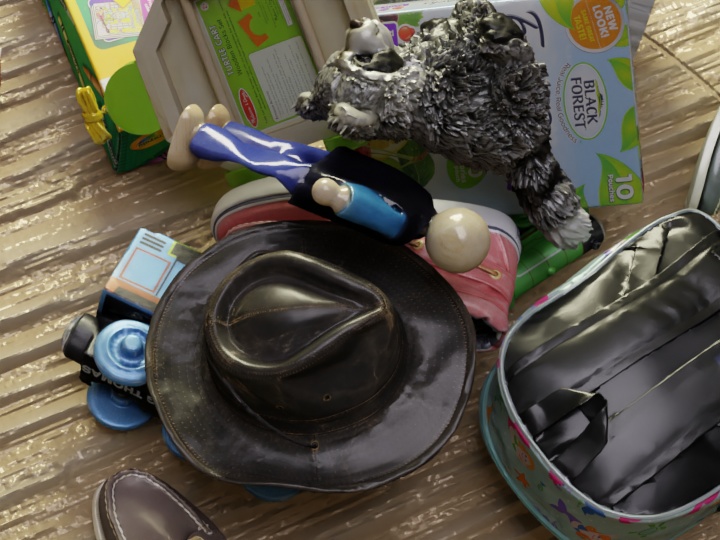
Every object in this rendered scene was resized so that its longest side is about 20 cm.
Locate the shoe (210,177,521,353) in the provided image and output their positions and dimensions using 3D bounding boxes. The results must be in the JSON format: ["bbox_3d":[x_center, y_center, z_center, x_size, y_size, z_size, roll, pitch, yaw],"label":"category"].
[{"bbox_3d":[0.000,0.000,1.480,0.200,0.071,0.091,7,48,2],"label":"shoe"}]

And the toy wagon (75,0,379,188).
[{"bbox_3d":[-0.085,-0.133,1.498,0.200,0.040,0.155,-18,100,12],"label":"toy wagon"}]

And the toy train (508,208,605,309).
[{"bbox_3d":[0.080,0.007,1.542,0.200,0.042,0.056,-33,48,-23],"label":"toy train"}]

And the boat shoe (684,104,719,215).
[{"bbox_3d":[0.283,-0.109,1.627,0.062,0.073,0.200,26,56,9],"label":"boat shoe"}]

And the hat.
[{"bbox_3d":[-0.031,0.034,1.382,0.201,0.081,0.201,-1,61,1],"label":"hat"}]

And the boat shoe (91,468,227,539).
[{"bbox_3d":[-0.096,0.196,1.411,0.072,0.060,0.200,-27,70,-20],"label":"boat shoe"}]

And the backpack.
[{"bbox_3d":[0.175,0.081,1.464,0.200,0.151,0.178,-31,73,-26],"label":"backpack"}]

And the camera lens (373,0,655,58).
[{"bbox_3d":[0.102,-0.220,1.604,0.200,0.160,0.160,17,61,0],"label":"camera lens"}]

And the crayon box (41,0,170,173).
[{"bbox_3d":[-0.145,-0.176,1.598,0.119,0.058,0.200,-17,67,-18],"label":"crayon box"}]

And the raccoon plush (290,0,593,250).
[{"bbox_3d":[0.054,-0.073,1.434,0.134,0.097,0.200,-34,97,-18],"label":"raccoon plush"}]

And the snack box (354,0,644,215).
[{"bbox_3d":[0.079,-0.108,1.529,0.200,0.053,0.142,-5,105,9],"label":"snack box"}]

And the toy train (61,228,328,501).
[{"bbox_3d":[-0.085,0.061,1.471,0.200,0.087,0.114,25,57,4],"label":"toy train"}]

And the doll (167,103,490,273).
[{"bbox_3d":[-0.011,-0.051,1.423,0.200,0.136,0.048,22,102,19],"label":"doll"}]
